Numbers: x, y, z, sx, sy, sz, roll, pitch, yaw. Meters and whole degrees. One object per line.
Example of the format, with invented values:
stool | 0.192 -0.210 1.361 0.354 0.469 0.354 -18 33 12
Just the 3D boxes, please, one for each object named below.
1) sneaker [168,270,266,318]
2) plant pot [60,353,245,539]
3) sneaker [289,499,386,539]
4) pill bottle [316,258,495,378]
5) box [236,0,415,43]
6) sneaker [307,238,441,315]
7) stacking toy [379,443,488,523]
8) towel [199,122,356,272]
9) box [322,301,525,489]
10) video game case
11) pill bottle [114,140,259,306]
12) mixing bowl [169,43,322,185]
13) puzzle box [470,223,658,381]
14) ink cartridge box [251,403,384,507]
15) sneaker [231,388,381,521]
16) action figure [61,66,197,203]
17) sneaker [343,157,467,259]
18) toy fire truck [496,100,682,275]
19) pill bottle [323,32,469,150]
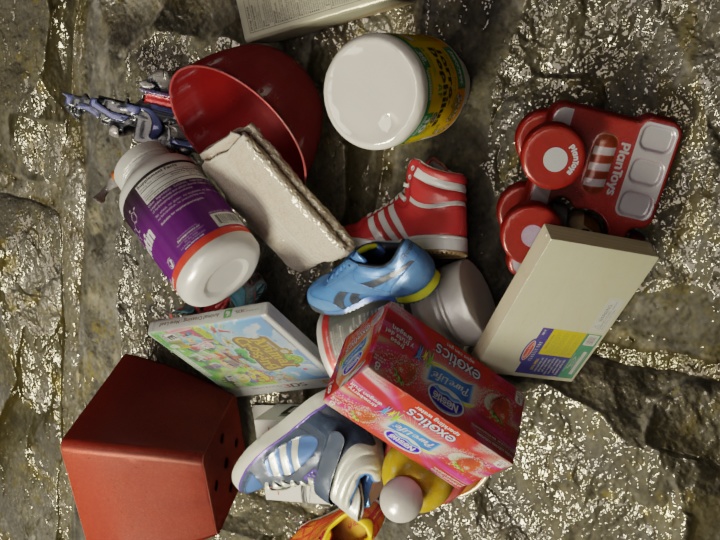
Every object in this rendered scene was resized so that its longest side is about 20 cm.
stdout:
sneaker | -0.185 0.055 1.182 0.080 0.095 0.199 54 143 -6
plant pot | -0.260 0.254 1.186 0.173 0.201 0.203 2 120 12
sneaker | -0.050 0.371 1.192 0.073 0.077 0.200 48 118 6
pill bottle | 0.055 0.065 1.050 0.198 0.114 0.115 -23 92 27
box | -0.045 -0.334 1.023 0.197 0.078 0.097 -7 99 26
sneaker | 0.000 0.000 1.010 0.198 0.066 0.079 -11 129 45
stacking toy | 0.068 0.234 1.035 0.144 0.199 0.149 6 104 23
towel | -0.102 -0.080 1.046 0.200 0.035 0.132 48 151 -17
box | 0.072 0.140 0.960 0.199 0.096 0.100 35 138 -14
video game case | -0.142 0.107 1.126 0.179 0.200 0.022 -10 55 26
pill bottle | -0.216 -0.061 1.064 0.200 0.112 0.113 49 117 23
mixing bowl | -0.119 -0.193 1.051 0.198 0.109 0.201 27 151 17
puzzle box | 0.214 0.041 0.948 0.131 0.026 0.202 8 131 -19
ink cartridge box | -0.070 0.244 1.175 0.197 0.068 0.118 -4 99 26
sneaker | -0.061 0.258 1.078 0.200 0.080 0.147 -43 66 19
action figure | -0.294 -0.178 1.165 0.197 0.105 0.196 20 106 -7
sneaker | 0.047 -0.073 1.047 0.198 0.071 0.115 2 85 41
toy fire truck | 0.239 -0.078 0.944 0.165 0.112 0.203 13 109 2
pill bottle | 0.050 -0.195 0.943 0.111 0.200 0.115 6 104 23
